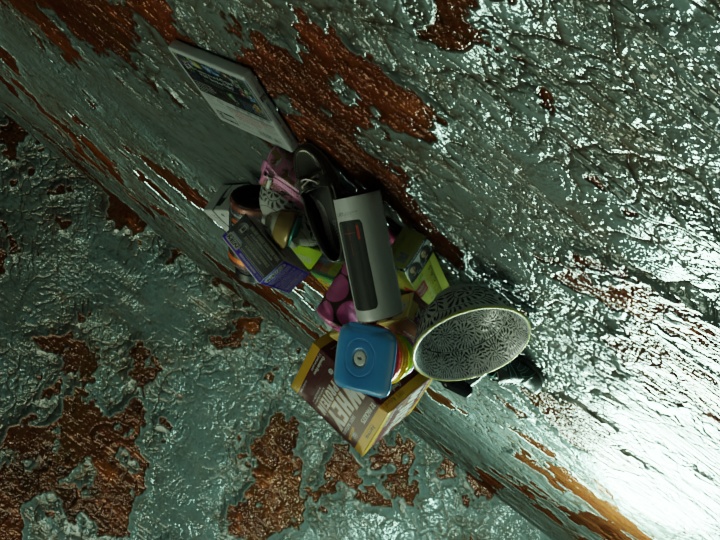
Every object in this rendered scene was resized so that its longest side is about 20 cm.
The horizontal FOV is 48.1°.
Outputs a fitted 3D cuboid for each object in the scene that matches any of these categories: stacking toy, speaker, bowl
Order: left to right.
[{"bbox_3d":[-0.132,-0.107,1.579,0.199,0.095,0.201,34,165,10],"label":"bowl"},{"bbox_3d":[0.013,-0.026,1.292,0.081,0.080,0.204,6,108,65],"label":"speaker"},{"bbox_3d":[0.055,0.146,1.356,0.115,0.112,0.199,9,180,36],"label":"stacking toy"},{"bbox_3d":[0.170,0.085,1.322,0.201,0.198,0.095,54,-163,-50],"label":"bowl"}]

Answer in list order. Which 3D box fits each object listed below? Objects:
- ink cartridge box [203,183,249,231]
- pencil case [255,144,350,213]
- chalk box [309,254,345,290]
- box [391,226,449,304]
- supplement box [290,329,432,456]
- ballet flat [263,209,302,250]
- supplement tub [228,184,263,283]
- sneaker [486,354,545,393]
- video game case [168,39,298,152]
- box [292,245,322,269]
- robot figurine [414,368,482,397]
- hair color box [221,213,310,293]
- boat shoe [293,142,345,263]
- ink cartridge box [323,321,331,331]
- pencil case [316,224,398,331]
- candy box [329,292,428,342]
[{"bbox_3d":[-0.267,-0.123,1.887,0.145,0.084,0.199,43,166,-23],"label":"ink cartridge box"},{"bbox_3d":[-0.084,-0.131,1.394,0.199,0.087,0.083,35,159,-1],"label":"pencil case"},{"bbox_3d":[0.000,0.000,1.522,0.200,0.125,0.124,46,165,-34],"label":"chalk box"},{"bbox_3d":[0.102,0.011,1.408,0.050,0.076,0.201,26,161,31],"label":"box"},{"bbox_3d":[0.009,0.215,1.606,0.199,0.196,0.134,40,126,16],"label":"supplement box"},{"bbox_3d":[-0.140,-0.076,1.413,0.062,0.070,0.200,19,-177,-3],"label":"ballet flat"},{"bbox_3d":[-0.231,-0.074,1.732,0.106,0.106,0.203,29,130,28],"label":"supplement tub"},{"bbox_3d":[0.274,0.182,1.520,0.200,0.080,0.075,44,165,-31],"label":"sneaker"},{"bbox_3d":[-0.209,-0.288,1.336,0.198,0.023,0.182,29,164,35],"label":"video game case"},{"bbox_3d":[-0.082,-0.033,1.673,0.120,0.049,0.199,0,-171,-33],"label":"box"},{"bbox_3d":[0.172,0.155,1.553,0.199,0.126,0.150,28,180,-41],"label":"robot figurine"},{"bbox_3d":[-0.165,-0.026,1.449,0.110,0.065,0.200,49,-178,12],"label":"hair color box"},{"bbox_3d":[-0.061,-0.109,1.316,0.203,0.066,0.057,69,-157,-11],"label":"boat shoe"},{"bbox_3d":[0.045,0.134,1.802,0.198,0.145,0.146,32,165,22],"label":"ink cartridge box"},{"bbox_3d":[0.008,0.015,1.400,0.093,0.202,0.091,31,178,-1],"label":"pencil case"},{"bbox_3d":[0.053,0.109,1.453,0.198,0.057,0.116,-19,134,42],"label":"candy box"}]
